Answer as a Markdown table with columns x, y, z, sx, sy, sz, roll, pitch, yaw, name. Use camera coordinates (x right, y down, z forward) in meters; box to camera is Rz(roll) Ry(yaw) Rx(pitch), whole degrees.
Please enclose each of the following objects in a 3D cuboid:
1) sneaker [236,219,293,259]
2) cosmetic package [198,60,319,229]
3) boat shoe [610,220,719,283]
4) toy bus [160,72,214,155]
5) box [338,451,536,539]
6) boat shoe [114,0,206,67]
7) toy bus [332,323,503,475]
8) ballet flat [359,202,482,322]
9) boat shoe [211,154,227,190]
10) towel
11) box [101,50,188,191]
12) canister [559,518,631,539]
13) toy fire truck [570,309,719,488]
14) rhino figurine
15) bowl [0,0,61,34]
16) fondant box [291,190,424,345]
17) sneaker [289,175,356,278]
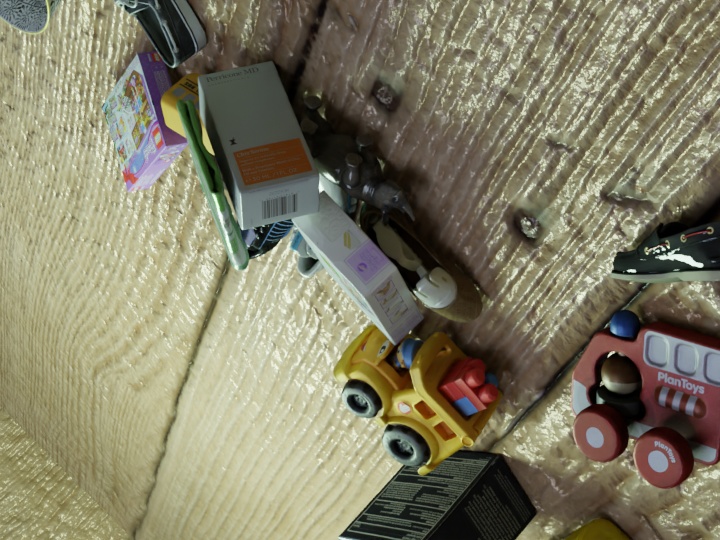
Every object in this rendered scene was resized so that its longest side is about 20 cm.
| x | y | z | sx | sy | sz | roll | pitch | yaw | name |
| --- | --- | --- | --- | --- | --- | --- | --- | --- | --- |
| -0.126 | -0.073 | 1.890 | 0.070 | 0.078 | 0.200 | 43 | 151 | 9 | sneaker |
| -0.124 | -0.154 | 1.674 | 0.071 | 0.101 | 0.201 | 93 | 159 | -52 | cosmetic package |
| 0.319 | -0.017 | 1.383 | 0.201 | 0.073 | 0.064 | 172 | 95 | -68 | boat shoe |
| -0.162 | -0.185 | 1.799 | 0.199 | 0.078 | 0.065 | 32 | 148 | 26 | toy bus |
| 0.110 | 0.371 | 2.002 | 0.200 | 0.198 | 0.124 | -5 | 123 | 56 | box |
| -0.278 | -0.352 | 1.758 | 0.073 | 0.068 | 0.200 | 0 | 126 | 53 | boat shoe |
| 0.092 | 0.148 | 1.824 | 0.200 | 0.136 | 0.192 | 47 | 140 | -8 | toy bus |
| 0.069 | -0.008 | 1.707 | 0.068 | 0.072 | 0.200 | -42 | 86 | 17 | ballet flat |
| -0.169 | -0.139 | 1.852 | 0.200 | 0.072 | 0.060 | 40 | 146 | 38 | boat shoe |
| -0.177 | -0.103 | 1.701 | 0.200 | 0.031 | 0.150 | 84 | 164 | -63 | towel |
| -0.307 | -0.208 | 1.954 | 0.200 | 0.039 | 0.138 | -32 | 74 | 61 | box |
| 0.319 | 0.432 | 1.916 | 0.149 | 0.087 | 0.200 | 44 | 150 | 5 | canister |
| 0.325 | 0.132 | 1.532 | 0.199 | 0.112 | 0.169 | 19 | 117 | 40 | toy fire truck |
| -0.004 | -0.123 | 1.677 | 0.200 | 0.060 | 0.088 | 40 | 155 | 20 | rhino figurine |
| -0.461 | -0.433 | 1.877 | 0.200 | 0.094 | 0.201 | 33 | 148 | 23 | bowl |
| 0.000 | 0.000 | 1.739 | 0.144 | 0.058 | 0.200 | 47 | 177 | 23 | fondant box |
| -0.057 | -0.063 | 1.804 | 0.075 | 0.087 | 0.201 | 32 | 147 | 28 | sneaker |
